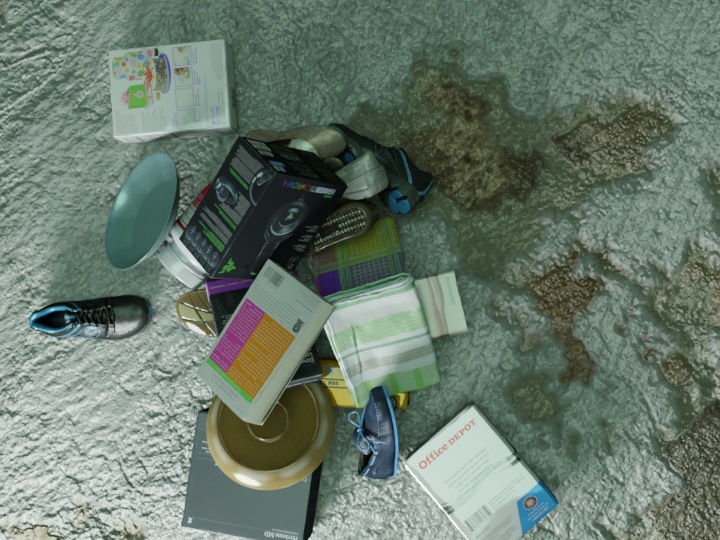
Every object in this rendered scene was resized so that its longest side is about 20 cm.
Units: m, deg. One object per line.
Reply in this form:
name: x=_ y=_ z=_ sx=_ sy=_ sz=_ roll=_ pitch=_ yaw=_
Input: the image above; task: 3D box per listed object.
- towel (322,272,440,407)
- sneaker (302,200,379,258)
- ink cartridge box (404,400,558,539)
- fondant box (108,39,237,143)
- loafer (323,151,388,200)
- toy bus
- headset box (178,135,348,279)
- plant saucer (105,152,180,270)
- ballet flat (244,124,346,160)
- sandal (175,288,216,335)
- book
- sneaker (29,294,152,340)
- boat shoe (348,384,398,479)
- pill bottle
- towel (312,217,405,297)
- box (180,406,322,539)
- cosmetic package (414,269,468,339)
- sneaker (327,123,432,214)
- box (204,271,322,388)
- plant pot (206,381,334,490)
towel: x=0.031 y=0.109 z=1.321 sx=0.148 sy=0.031 sz=0.201 roll=-16 pitch=119 yaw=4
sneaker: x=-0.061 y=-0.065 z=1.418 sx=0.199 sy=0.075 sz=0.071 roll=-10 pitch=98 yaw=25
ink cartridge box: x=0.186 y=0.325 z=1.386 sx=0.146 sy=0.084 sz=0.200 roll=-41 pitch=84 yaw=4
fondant box: x=-0.309 y=-0.294 z=1.469 sx=0.198 sy=0.058 sz=0.146 roll=-4 pitch=88 yaw=5
loafer: x=-0.041 y=-0.143 z=1.391 sx=0.199 sy=0.070 sz=0.070 roll=-9 pitch=107 yaw=42
toy bus: x=-0.021 y=0.182 z=1.422 sx=0.198 sy=0.065 sz=0.079 roll=2 pitch=87 yaw=6
headset box: x=-0.145 y=-0.080 z=1.309 sx=0.093 sy=0.174 sz=0.201 roll=46 pitch=112 yaw=27
plant saucer: x=-0.342 y=-0.091 z=1.435 sx=0.200 sy=0.039 sz=0.202 roll=-24 pitch=55 yaw=39
ballet flat: x=-0.113 y=-0.187 z=1.408 sx=0.199 sy=0.068 sz=0.067 roll=2 pitch=47 yaw=37
sandal: x=-0.200 y=0.055 z=1.450 sx=0.198 sy=0.054 sz=0.081 roll=-10 pitch=107 yaw=-10
book: x=-0.141 y=0.099 z=1.278 sx=0.133 sy=0.048 sz=0.201 roll=35 pitch=92 yaw=35
sneaker: x=-0.442 y=0.082 z=1.458 sx=0.198 sy=0.082 sz=0.074 roll=-8 pitch=86 yaw=4
boat shoe: x=0.021 y=0.260 z=1.357 sx=0.068 sy=0.084 sz=0.201 roll=-8 pitch=127 yaw=-6
pill bottle: x=-0.228 y=-0.071 z=1.426 sx=0.112 sy=0.112 sz=0.200 roll=42 pitch=93 yaw=5
towel: x=0.000 y=0.000 z=1.388 sx=0.143 sy=0.023 sz=0.201 roll=-15 pitch=46 yaw=3
box: x=-0.166 y=0.323 z=1.411 sx=0.198 sy=0.104 sz=0.184 roll=9 pitch=87 yaw=6
cosmetic package: x=0.064 y=0.070 z=1.404 sx=0.198 sy=0.087 sz=0.104 roll=-15 pitch=86 yaw=5
sneaker: x=0.026 y=-0.171 z=1.428 sx=0.200 sy=0.073 sz=0.082 roll=41 pitch=56 yaw=13
box: x=-0.151 y=0.091 z=1.373 sx=0.142 sy=0.036 sz=0.201 roll=-11 pitch=64 yaw=-13
plant pot: x=-0.138 y=0.229 z=1.350 sx=0.198 sy=0.028 sz=0.201 roll=-1 pitch=64 yaw=2
